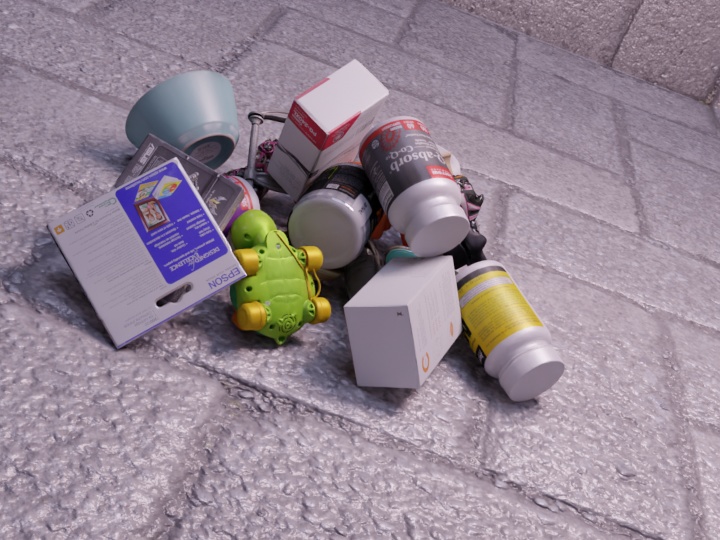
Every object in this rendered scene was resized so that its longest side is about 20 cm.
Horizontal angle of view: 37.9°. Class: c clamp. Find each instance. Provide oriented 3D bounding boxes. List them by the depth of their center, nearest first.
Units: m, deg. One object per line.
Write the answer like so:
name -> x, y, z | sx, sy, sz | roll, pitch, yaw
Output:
c clamp -> -0.157, -0.200, 1.757 | 0.171, 0.027, 0.200 | 15, 55, -10

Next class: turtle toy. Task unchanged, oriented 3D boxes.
turtle toy -> -0.133, 0.008, 1.487 | 0.146, 0.101, 0.200 | -3, 79, -37

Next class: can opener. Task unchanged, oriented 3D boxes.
can opener -> 0.186, -0.026, 1.760 | 0.063, 0.079, 0.200 | 63, 8, 31

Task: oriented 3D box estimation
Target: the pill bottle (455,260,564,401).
pill bottle -> 0.217, 0.091, 1.589 | 0.114, 0.114, 0.200 | -1, 46, -36

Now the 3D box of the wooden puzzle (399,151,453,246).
wooden puzzle -> 0.117, -0.095, 1.820 | 0.046, 0.200, 0.185 | -7, 8, 38

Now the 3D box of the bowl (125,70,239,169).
bowl -> -0.286, -0.232, 1.778 | 0.201, 0.201, 0.105 | -8, 59, -42

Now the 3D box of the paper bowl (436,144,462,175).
paper bowl -> 0.113, -0.185, 2.028 | 0.201, 0.104, 0.201 | 16, 28, -9

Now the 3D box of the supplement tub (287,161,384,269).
supplement tub -> -0.030, -0.093, 1.630 | 0.122, 0.123, 0.200 | 23, 29, 4

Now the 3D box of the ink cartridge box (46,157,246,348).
ink cartridge box -> -0.284, -0.022, 1.403 | 0.198, 0.043, 0.200 | -29, 77, -12

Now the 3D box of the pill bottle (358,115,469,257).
pill bottle -> 0.082, -0.125, 1.572 | 0.116, 0.116, 0.200 | 0, 50, -34

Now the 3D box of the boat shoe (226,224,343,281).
boat shoe -> -0.122, -0.019, 1.616 | 0.200, 0.066, 0.074 | 19, 32, -28

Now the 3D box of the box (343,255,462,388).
box -> 0.066, 0.070, 1.502 | 0.097, 0.124, 0.200 | -1, 19, 24

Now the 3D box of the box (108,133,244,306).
box -> -0.280, -0.069, 1.465 | 0.158, 0.200, 0.048 | 30, -14, 2

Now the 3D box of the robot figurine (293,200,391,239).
robot figurine -> -0.036, -0.130, 1.818 | 0.200, 0.117, 0.144 | 29, 73, 13

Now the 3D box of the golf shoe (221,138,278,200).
golf shoe -> -0.193, -0.138, 1.777 | 0.073, 0.092, 0.200 | 42, 53, 6

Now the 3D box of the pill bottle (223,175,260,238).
pill bottle -> -0.257, -0.082, 1.586 | 0.200, 0.113, 0.112 | -11, 42, -44

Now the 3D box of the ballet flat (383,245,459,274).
ballet flat -> 0.126, 0.020, 1.719 | 0.200, 0.072, 0.072 | 28, 28, -4

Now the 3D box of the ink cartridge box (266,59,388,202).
ink cartridge box -> -0.056, -0.220, 1.677 | 0.083, 0.200, 0.145 | 45, 57, 8

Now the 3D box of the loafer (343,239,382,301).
loafer -> 0.000, 0.000, 1.650 | 0.070, 0.070, 0.200 | 58, 10, -23

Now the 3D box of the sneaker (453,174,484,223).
sneaker -> 0.139, -0.126, 1.735 | 0.080, 0.086, 0.200 | 33, 5, 31
